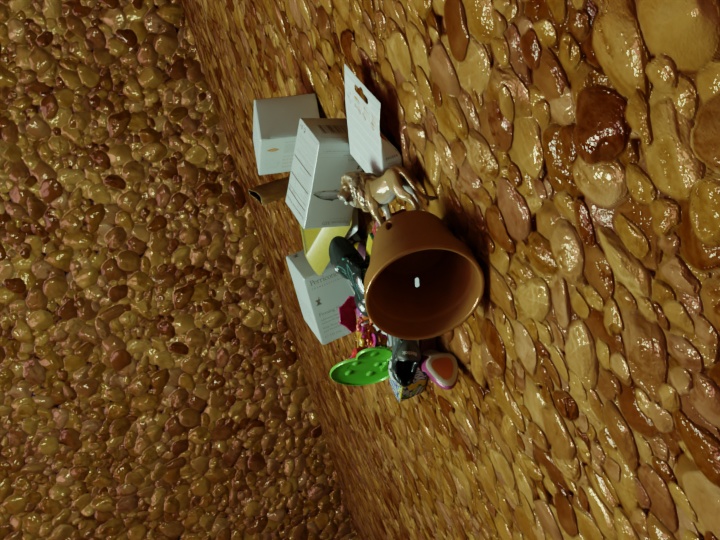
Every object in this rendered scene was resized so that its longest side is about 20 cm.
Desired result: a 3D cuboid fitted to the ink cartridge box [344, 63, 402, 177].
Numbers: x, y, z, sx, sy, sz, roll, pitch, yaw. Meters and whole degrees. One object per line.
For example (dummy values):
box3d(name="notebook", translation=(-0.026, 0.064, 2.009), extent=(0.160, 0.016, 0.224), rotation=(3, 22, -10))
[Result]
box3d(name="ink cartridge box", translation=(0.024, -0.268, 1.486), extent=(0.161, 0.047, 0.202), rotation=(-124, 22, -43))

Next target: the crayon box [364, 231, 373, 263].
box3d(name="crayon box", translation=(0.058, 0.006, 1.716), extent=(0.201, 0.057, 0.120), rotation=(98, 148, -64))

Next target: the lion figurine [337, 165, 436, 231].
box3d(name="lion figurine", translation=(0.046, -0.146, 1.431), extent=(0.199, 0.072, 0.124), rotation=(-23, 92, 45))

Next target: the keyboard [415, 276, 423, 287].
box3d(name="keyboard", translation=(0.076, 0.015, 1.509), extent=(0.200, 0.011, 0.057), rotation=(-148, 46, -62))

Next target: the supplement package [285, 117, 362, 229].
box3d(name="supplement package", translation=(-0.074, -0.205, 1.675), extent=(0.118, 0.115, 0.203), rotation=(53, 140, 45))

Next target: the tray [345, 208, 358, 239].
box3d(name="tray", translation=(-0.059, -0.107, 1.867), extent=(0.200, 0.022, 0.109), rotation=(-39, 49, 55))

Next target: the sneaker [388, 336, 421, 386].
box3d(name="sneaker", translation=(0.095, 0.147, 1.620), extent=(0.091, 0.065, 0.204), rotation=(-121, 32, -74))

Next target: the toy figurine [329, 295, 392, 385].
box3d(name="toy figurine", translation=(0.004, 0.134, 1.778), extent=(0.201, 0.147, 0.187), rotation=(121, 148, -55))

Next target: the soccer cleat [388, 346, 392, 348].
box3d(name="soccer cleat", translation=(0.074, 0.233, 1.980), extent=(0.078, 0.069, 0.200), rotation=(63, 178, -12))

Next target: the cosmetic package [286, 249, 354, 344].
box3d(name="cosmetic package", translation=(-0.076, 0.048, 2.069), extent=(0.166, 0.165, 0.203), rotation=(-135, 26, -60))

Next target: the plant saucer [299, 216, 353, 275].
box3d(name="plant saucer", translation=(-0.093, -0.127, 1.863), extent=(0.201, 0.048, 0.202), rotation=(-57, 35, 42))

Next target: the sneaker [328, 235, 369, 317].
box3d(name="sneaker", translation=(0.000, 0.000, 1.699), extent=(0.202, 0.075, 0.080), rotation=(58, 150, 19))

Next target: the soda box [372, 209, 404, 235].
box3d(name="soda box", translation=(0.092, -0.012, 1.551), extent=(0.070, 0.063, 0.203), rotation=(118, 129, -72))

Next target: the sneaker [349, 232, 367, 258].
box3d(name="sneaker", translation=(-0.026, -0.040, 1.907), extent=(0.200, 0.089, 0.076), rotation=(-138, 29, -65))

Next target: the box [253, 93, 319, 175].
box3d(name="box", translation=(-0.179, -0.326, 1.917), extent=(0.200, 0.149, 0.108), rotation=(117, 144, -71))

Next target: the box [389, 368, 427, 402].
box3d(name="box", translation=(0.111, 0.225, 1.808), extent=(0.201, 0.069, 0.065), rotation=(92, 154, -59))

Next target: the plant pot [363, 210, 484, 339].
box3d(name="plant pot", translation=(0.094, -0.004, 1.325), extent=(0.141, 0.196, 0.202), rotation=(-104, 3, -49))

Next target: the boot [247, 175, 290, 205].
box3d(name="boot", translation=(-0.195, -0.226, 2.055), extent=(0.188, 0.197, 0.069), rotation=(-132, 25, -55))

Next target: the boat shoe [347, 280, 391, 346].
box3d(name="boat shoe", translation=(0.024, 0.101, 1.970), extent=(0.074, 0.066, 0.203), rotation=(137, 112, -76))

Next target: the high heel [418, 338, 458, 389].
box3d(name="high heel", translation=(0.153, 0.208, 1.612), extent=(0.200, 0.066, 0.097), rotation=(-125, 28, -60))
